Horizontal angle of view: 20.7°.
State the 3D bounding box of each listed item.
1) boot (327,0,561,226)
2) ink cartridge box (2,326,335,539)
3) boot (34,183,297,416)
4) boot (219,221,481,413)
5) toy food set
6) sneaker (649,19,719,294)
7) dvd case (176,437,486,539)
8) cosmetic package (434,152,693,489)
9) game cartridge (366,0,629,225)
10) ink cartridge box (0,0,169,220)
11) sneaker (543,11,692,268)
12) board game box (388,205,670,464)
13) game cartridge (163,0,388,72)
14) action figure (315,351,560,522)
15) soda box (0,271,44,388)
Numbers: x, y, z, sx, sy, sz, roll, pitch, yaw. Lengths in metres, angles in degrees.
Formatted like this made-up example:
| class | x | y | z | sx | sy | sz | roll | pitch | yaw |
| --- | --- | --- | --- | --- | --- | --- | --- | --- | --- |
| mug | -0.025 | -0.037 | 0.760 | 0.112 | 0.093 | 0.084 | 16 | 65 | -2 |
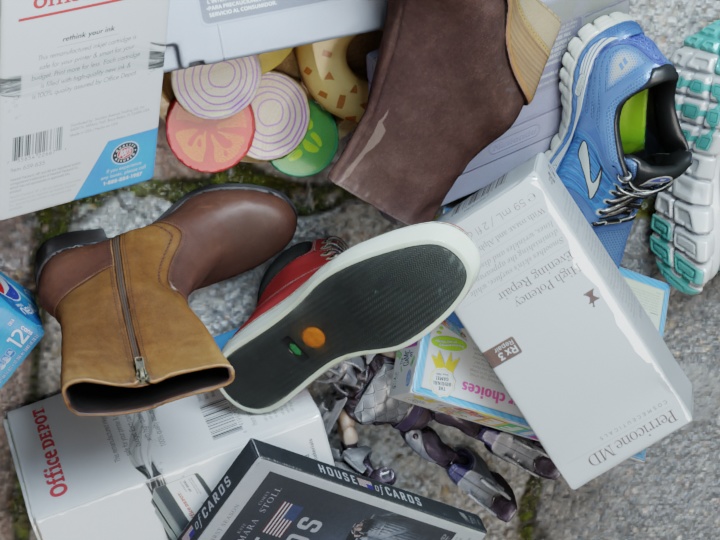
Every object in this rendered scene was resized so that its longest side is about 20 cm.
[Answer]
| class | x | y | z | sx | sy | sz | roll | pitch | yaw |
| --- | --- | --- | --- | --- | --- | --- | --- | --- | --- |
| boot | 0.032 | -0.120 | 1.199 | 0.167 | 0.072 | 0.200 | -55 | 139 | 4 |
| ink cartridge box | -0.128 | 0.128 | 1.334 | 0.198 | 0.145 | 0.085 | -19 | 120 | -8 |
| boot | -0.111 | 0.014 | 1.257 | 0.186 | 0.200 | 0.069 | -7 | 114 | -14 |
| boot | 0.000 | 0.000 | 1.289 | 0.199 | 0.145 | 0.073 | -29 | 110 | 28 |
| toy food set | -0.056 | -0.156 | 1.286 | 0.197 | 0.049 | 0.201 | -33 | 119 | -1 |
| sneaker | 0.263 | -0.085 | 1.415 | 0.091 | 0.078 | 0.202 | -12 | 121 | -29 |
| dvd case | -0.032 | 0.198 | 1.310 | 0.199 | 0.025 | 0.151 | 22 | 113 | -35 |
| cosmetic package | 0.132 | 0.034 | 1.321 | 0.101 | 0.074 | 0.201 | -32 | 98 | 17 |
| game cartridge | 0.094 | -0.123 | 1.321 | 0.199 | 0.038 | 0.131 | -23 | 127 | -23 |
| ink cartridge box | -0.179 | -0.141 | 1.173 | 0.115 | 0.067 | 0.201 | -17 | 133 | -33 |
| sneaker | 0.172 | -0.068 | 1.333 | 0.078 | 0.089 | 0.201 | -18 | 132 | -27 |
| board game box | 0.123 | 0.048 | 1.400 | 0.199 | 0.034 | 0.136 | 18 | 74 | -25 |
| game cartridge | -0.042 | -0.207 | 1.223 | 0.198 | 0.042 | 0.134 | -12 | 100 | -12 |
| action figure | 0.047 | 0.107 | 1.424 | 0.199 | 0.069 | 0.131 | 31 | 104 | -24 |
| soda box | -0.297 | 0.086 | 1.306 | 0.064 | 0.068 | 0.200 | 35 | 99 | -27 |
